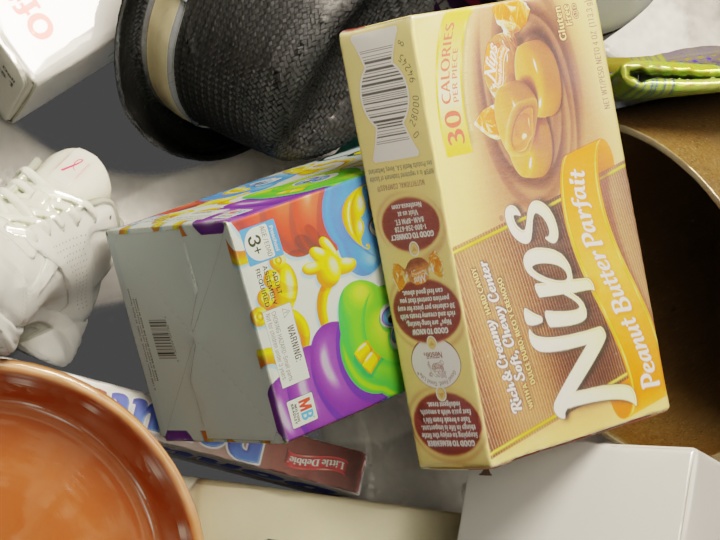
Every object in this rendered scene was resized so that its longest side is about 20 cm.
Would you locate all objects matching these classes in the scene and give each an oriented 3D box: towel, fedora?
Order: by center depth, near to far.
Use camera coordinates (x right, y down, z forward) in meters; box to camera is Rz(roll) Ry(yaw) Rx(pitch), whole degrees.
[{"bbox_3d":[-0.023,-0.126,1.088,0.201,0.201,0.092,-36,55,-21],"label":"fedora"},{"bbox_3d":[0.180,-0.104,1.139,0.144,0.200,0.023,-6,95,-3],"label":"towel"}]

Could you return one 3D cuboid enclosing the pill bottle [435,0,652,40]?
[{"bbox_3d":[0.091,-0.162,1.131,0.111,0.200,0.111,4,77,-17],"label":"pill bottle"}]

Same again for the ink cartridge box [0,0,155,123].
[{"bbox_3d":[-0.134,-0.190,1.126,0.200,0.084,0.145,-35,91,-22],"label":"ink cartridge box"}]

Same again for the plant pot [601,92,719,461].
[{"bbox_3d":[0.206,-0.023,1.165,0.200,0.186,0.186,-27,88,-34],"label":"plant pot"}]

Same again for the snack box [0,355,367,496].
[{"bbox_3d":[-0.101,0.075,1.087,0.200,0.072,0.024,16,79,-14],"label":"snack box"}]

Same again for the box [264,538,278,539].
[{"bbox_3d":[-0.038,0.245,0.978,0.049,0.161,0.200,10,117,-16],"label":"box"}]

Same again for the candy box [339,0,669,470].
[{"bbox_3d":[0.066,-0.020,1.003,0.115,0.055,0.200,-14,96,-38],"label":"candy box"}]

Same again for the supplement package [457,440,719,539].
[{"bbox_3d":[0.143,0.163,1.073,0.200,0.121,0.120,29,66,-50],"label":"supplement package"}]

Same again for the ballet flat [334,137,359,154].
[{"bbox_3d":[-0.013,-0.020,1.142,0.200,0.067,0.062,-44,104,-20],"label":"ballet flat"}]

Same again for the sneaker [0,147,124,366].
[{"bbox_3d":[-0.158,-0.017,1.017,0.078,0.200,0.099,31,89,6],"label":"sneaker"}]

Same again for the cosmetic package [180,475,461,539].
[{"bbox_3d":[-0.024,0.163,1.095,0.200,0.073,0.104,9,77,-17],"label":"cosmetic package"}]

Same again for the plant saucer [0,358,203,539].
[{"bbox_3d":[-0.169,0.138,0.998,0.200,0.032,0.200,-1,94,-8],"label":"plant saucer"}]

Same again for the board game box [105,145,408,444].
[{"bbox_3d":[0.000,0.000,1.052,0.200,0.103,0.105,-22,101,-37],"label":"board game box"}]
